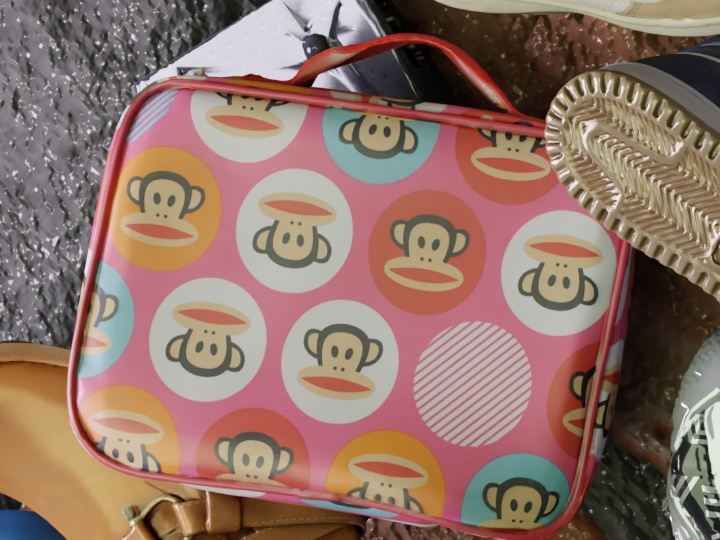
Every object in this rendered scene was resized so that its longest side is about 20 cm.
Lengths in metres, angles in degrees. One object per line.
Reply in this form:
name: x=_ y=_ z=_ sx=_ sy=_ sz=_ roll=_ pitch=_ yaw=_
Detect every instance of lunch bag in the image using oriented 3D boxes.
lunch bag: x=0.000 y=0.000 z=1.017 sx=0.199 sy=0.082 sz=0.177 roll=11 pitch=90 yaw=6

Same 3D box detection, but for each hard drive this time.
hard drive: x=0.001 y=-0.011 z=1.108 sx=0.135 sy=0.042 sz=0.200 roll=-28 pitch=87 yaw=36

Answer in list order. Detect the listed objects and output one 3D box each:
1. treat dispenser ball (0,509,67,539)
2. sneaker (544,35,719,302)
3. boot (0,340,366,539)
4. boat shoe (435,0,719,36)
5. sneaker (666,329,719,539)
treat dispenser ball: x=-0.149 y=0.201 z=1.171 sx=0.200 sy=0.201 sz=0.201 roll=10 pitch=108 yaw=32
sneaker: x=0.165 y=-0.010 z=0.956 sx=0.200 sy=0.108 sz=0.070 roll=42 pitch=124 yaw=16
boot: x=-0.098 y=0.097 z=1.098 sx=0.200 sy=0.077 sz=0.156 roll=-21 pitch=81 yaw=0
boat shoe: x=0.087 y=-0.127 z=0.989 sx=0.200 sy=0.066 sz=0.074 roll=-1 pitch=71 yaw=34
sneaker: x=0.182 y=0.114 z=1.002 sx=0.115 sy=0.075 sz=0.201 roll=-3 pitch=106 yaw=33
